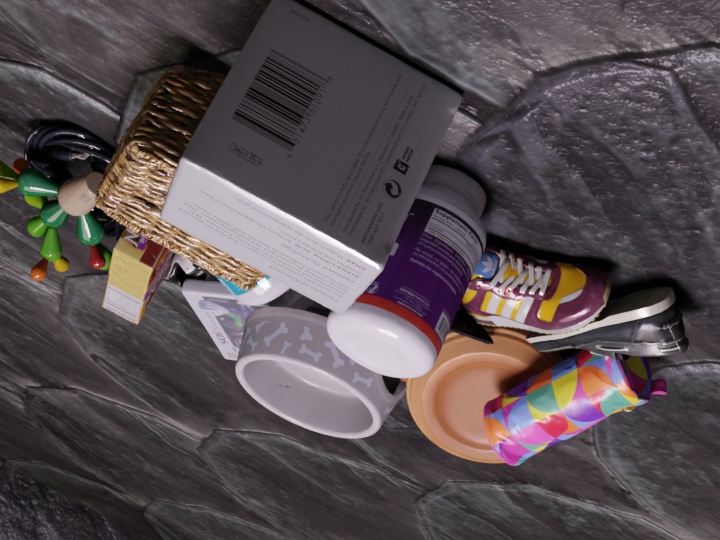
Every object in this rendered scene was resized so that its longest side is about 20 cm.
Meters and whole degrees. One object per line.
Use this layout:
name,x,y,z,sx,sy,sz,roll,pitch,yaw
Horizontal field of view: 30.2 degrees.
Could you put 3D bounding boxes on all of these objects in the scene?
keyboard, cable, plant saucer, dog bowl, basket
keyboard,0.085,0.031,1.449,0.104,0.040,0.200,36,-175,24
cable,-0.344,-0.103,1.647,0.163,0.051,0.200,28,155,-5
plant saucer,0.151,0.152,1.576,0.200,0.037,0.200,4,120,7
dog bowl,-0.050,0.120,1.496,0.200,0.059,0.200,18,151,10
basket,-0.146,-0.100,1.358,0.200,0.143,0.149,28,148,-13

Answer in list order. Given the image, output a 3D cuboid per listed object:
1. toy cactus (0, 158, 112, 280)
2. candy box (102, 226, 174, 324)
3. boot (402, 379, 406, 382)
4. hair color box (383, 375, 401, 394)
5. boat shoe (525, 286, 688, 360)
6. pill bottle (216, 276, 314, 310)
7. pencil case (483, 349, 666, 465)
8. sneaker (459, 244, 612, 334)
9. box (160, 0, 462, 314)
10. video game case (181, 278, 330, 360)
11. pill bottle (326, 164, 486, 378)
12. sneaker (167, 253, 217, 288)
toy cactus,-0.364,-0.073,1.596,0.165,0.102,0.200,-25,111,44
candy box,-0.263,-0.023,1.647,0.056,0.117,0.200,28,155,-4
boot,0.093,0.121,1.661,0.200,0.075,0.107,30,163,-2
hair color box,0.006,0.094,1.534,0.099,0.061,0.200,24,152,2
boat shoe,0.252,0.068,1.390,0.200,0.072,0.068,-13,110,51
pill bottle,-0.127,-0.038,1.468,0.200,0.111,0.111,49,147,-20
pencil case,0.232,0.146,1.480,0.200,0.088,0.088,-29,124,31
sneaker,0.163,0.015,1.384,0.200,0.075,0.090,-5,146,45
box,-0.045,-0.103,1.208,0.200,0.199,0.131,28,155,-6
video game case,-0.101,0.072,1.650,0.200,0.023,0.182,5,151,17
pill bottle,0.052,-0.002,1.306,0.112,0.200,0.112,20,153,11
sneaker,-0.167,-0.023,1.606,0.074,0.080,0.200,37,150,-17
